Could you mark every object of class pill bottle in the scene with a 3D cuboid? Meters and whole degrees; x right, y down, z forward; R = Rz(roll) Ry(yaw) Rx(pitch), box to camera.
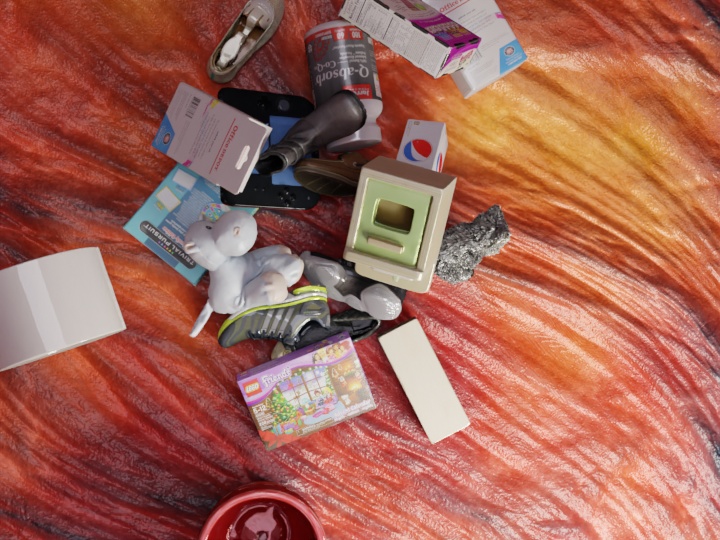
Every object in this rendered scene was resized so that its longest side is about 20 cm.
[{"bbox_3d":[-0.025,-0.308,1.485,0.115,0.116,0.201,-9,88,-7],"label":"pill bottle"}]

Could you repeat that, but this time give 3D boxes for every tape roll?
[{"bbox_3d":[-0.484,0.059,1.367,0.202,0.203,0.140,-20,90,-8],"label":"tape roll"}]

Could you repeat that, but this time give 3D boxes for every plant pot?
[{"bbox_3d":[-0.157,0.431,1.399,0.200,0.182,0.201,0,88,-7],"label":"plant pot"}]

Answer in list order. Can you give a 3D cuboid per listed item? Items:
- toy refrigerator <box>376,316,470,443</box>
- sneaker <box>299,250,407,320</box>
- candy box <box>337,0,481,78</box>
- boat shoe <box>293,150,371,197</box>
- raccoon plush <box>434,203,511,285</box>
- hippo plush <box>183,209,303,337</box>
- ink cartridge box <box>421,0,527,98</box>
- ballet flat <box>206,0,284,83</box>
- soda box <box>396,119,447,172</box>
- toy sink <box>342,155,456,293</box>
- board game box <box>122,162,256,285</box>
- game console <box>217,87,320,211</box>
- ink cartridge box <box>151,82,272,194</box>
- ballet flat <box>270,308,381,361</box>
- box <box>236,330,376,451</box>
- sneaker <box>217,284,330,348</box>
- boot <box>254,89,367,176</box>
[{"bbox_3d":[0.106,0.185,1.503,0.076,0.070,0.200,-28,90,-1],"label":"toy refrigerator"},{"bbox_3d":[0.000,0.000,1.497,0.200,0.076,0.114,27,54,17],"label":"sneaker"},{"bbox_3d":[0.081,-0.396,1.435,0.200,0.136,0.061,37,122,13],"label":"candy box"},{"bbox_3d":[-0.025,-0.164,1.485,0.200,0.072,0.068,13,72,-35],"label":"boat shoe"},{"bbox_3d":[0.159,-0.042,1.458,0.200,0.134,0.097,-14,69,-40],"label":"raccoon plush"},{"bbox_3d":[-0.206,-0.025,1.412,0.199,0.159,0.161,-20,114,19],"label":"hippo plush"},{"bbox_3d":[0.184,-0.419,1.532,0.115,0.068,0.200,-31,92,-7],"label":"ink cartridge box"},{"bbox_3d":[-0.190,-0.403,1.496,0.067,0.062,0.200,32,84,-5],"label":"ballet flat"},{"bbox_3d":[0.093,-0.155,1.473,0.068,0.064,0.201,8,61,16],"label":"soda box"},{"bbox_3d":[0.054,-0.057,1.352,0.130,0.112,0.201,18,111,12],"label":"toy sink"},{"bbox_3d":[-0.273,-0.099,1.478,0.151,0.047,0.200,39,84,-4],"label":"board game box"},{"bbox_3d":[-0.151,-0.200,1.468,0.176,0.031,0.201,2,80,-32],"label":"game console"},{"bbox_3d":[-0.220,-0.201,1.380,0.200,0.068,0.115,31,99,29],"label":"ink cartridge box"},{"bbox_3d":[-0.059,0.109,1.490,0.199,0.057,0.067,-24,93,-8],"label":"ballet flat"},{"bbox_3d":[-0.089,0.201,1.466,0.199,0.039,0.137,-22,106,-3],"label":"box"},{"bbox_3d":[-0.141,0.090,1.456,0.199,0.074,0.081,-22,70,3],"label":"sneaker"},{"bbox_3d":[-0.082,-0.204,1.380,0.132,0.200,0.070,-43,100,-33],"label":"boot"}]
